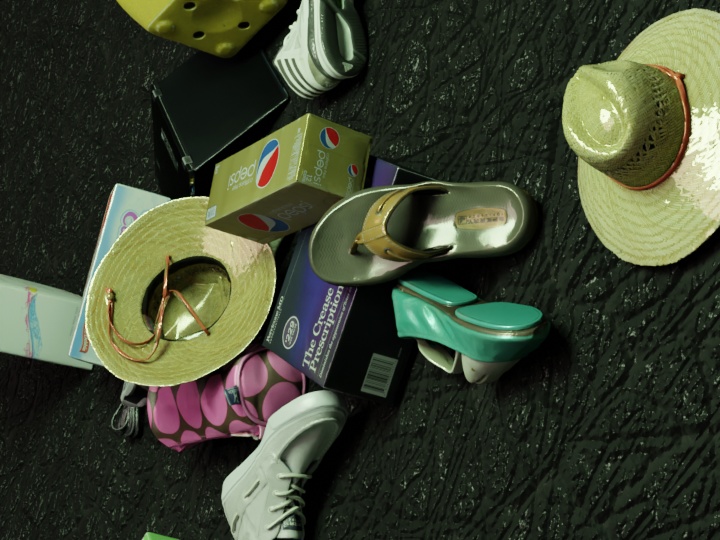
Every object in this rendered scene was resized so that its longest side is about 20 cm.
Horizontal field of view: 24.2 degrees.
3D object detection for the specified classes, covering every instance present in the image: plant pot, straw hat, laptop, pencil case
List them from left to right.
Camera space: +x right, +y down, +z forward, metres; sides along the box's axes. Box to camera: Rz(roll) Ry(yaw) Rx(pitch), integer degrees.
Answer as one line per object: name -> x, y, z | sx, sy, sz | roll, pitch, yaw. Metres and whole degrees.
straw hat -> -0.164, 0.034, 1.648 | 0.199, 0.085, 0.203 | -6, 67, 14
plant pot -> -0.169, -0.351, 1.824 | 0.195, 0.193, 0.202 | -37, 52, 39
laptop -> -0.160, -0.146, 1.886 | 0.188, 0.115, 0.201 | -118, 24, -50
pencil case -> -0.137, 0.130, 1.654 | 0.199, 0.090, 0.095 | -18, 74, 56
straw hat -> 0.194, -0.109, 1.221 | 0.201, 0.085, 0.203 | -31, 51, 48

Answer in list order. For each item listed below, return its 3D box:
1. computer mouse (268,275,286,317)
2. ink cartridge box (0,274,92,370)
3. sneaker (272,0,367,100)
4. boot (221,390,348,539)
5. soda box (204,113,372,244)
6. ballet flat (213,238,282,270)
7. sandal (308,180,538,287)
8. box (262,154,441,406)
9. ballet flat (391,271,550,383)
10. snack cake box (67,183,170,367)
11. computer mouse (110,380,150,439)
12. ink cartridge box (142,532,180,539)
computer mouse -> -0.051, -0.018, 1.631 | 0.200, 0.034, 0.059 | -48, 40, 36
ink cartridge box -> -0.428, 0.053, 2.036 | 0.145, 0.199, 0.088 | 14, 91, 57
sneaker -> -0.053, -0.268, 1.709 | 0.115, 0.075, 0.202 | -28, 55, 47
boot -> -0.061, 0.197, 1.526 | 0.200, 0.073, 0.096 | -54, 42, 43
soda box -> -0.067, -0.079, 1.510 | 0.200, 0.067, 0.065 | -18, 58, 60
ballet flat -> -0.107, -0.042, 1.703 | 0.067, 0.062, 0.202 | 24, 96, 58
sandal -> 0.046, -0.033, 1.379 | 0.198, 0.055, 0.083 | -5, 87, 21
box -> 0.000, 0.000, 1.499 | 0.141, 0.078, 0.202 | 27, 99, 63
ballet flat -> 0.091, 0.053, 1.361 | 0.200, 0.067, 0.071 | 21, 118, 59
snack cake box -> -0.275, 0.009, 1.907 | 0.115, 0.067, 0.202 | 167, 117, -80
computer mouse -> -0.230, 0.116, 1.806 | 0.200, 0.043, 0.111 | 137, 148, -73
ink cartridge box -> -0.093, 0.310, 1.389 | 0.084, 0.199, 0.146 | -58, 35, 18
